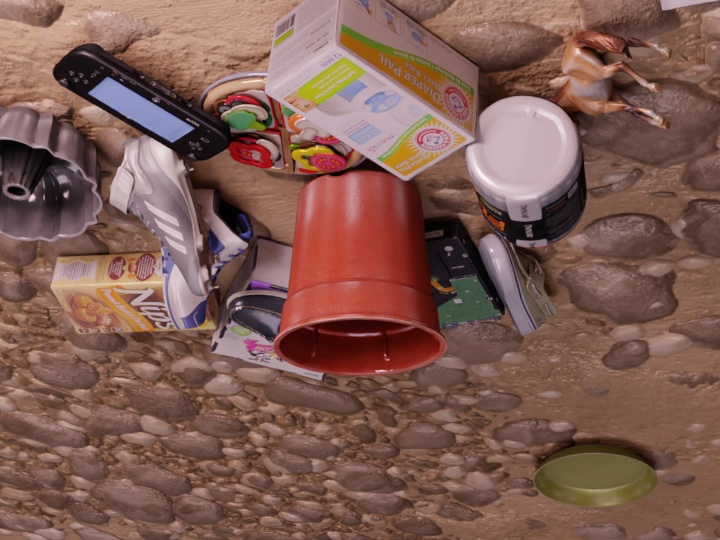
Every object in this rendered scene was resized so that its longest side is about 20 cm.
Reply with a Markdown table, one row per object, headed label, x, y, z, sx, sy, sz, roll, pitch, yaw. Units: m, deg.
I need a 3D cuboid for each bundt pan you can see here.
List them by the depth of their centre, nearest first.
| label | x | y | z | sx | sy | sz | roll | pitch | yaw |
| --- | --- | --- | --- | --- | --- | --- | --- | --- | --- |
| bundt pan | -0.395 | -0.121 | 1.597 | 0.202 | 0.076 | 0.202 | 3 | 147 | 2 |

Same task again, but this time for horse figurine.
| label | x | y | z | sx | sy | sz | roll | pitch | yaw |
| --- | --- | --- | --- | --- | --- | --- | --- | --- | --- |
| horse figurine | 0.253 | -0.197 | 1.413 | 0.132 | 0.050 | 0.200 | 20 | 160 | 21 |

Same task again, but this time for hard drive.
| label | x | y | z | sx | sy | sz | roll | pitch | yaw |
| --- | --- | --- | --- | --- | --- | --- | --- | --- | --- |
| hard drive | 0.093 | 0.010 | 1.766 | 0.140 | 0.038 | 0.200 | -10 | 143 | 21 |

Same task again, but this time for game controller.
| label | x | y | z | sx | sy | sz | roll | pitch | yaw |
| --- | --- | --- | --- | --- | --- | --- | --- | --- | --- |
| game controller | -0.236 | -0.181 | 1.488 | 0.200 | 0.042 | 0.104 | 29 | 165 | -23 |

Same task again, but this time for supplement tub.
| label | x | y | z | sx | sy | sz | roll | pitch | yaw |
| --- | --- | --- | --- | --- | --- | --- | --- | --- | --- |
| supplement tub | 0.185 | -0.100 | 1.493 | 0.122 | 0.123 | 0.200 | -3 | 161 | 11 |

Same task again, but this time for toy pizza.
| label | x | y | z | sx | sy | sz | roll | pitch | yaw |
| --- | --- | --- | --- | --- | --- | --- | --- | --- | --- |
| toy pizza | -0.085 | -0.153 | 1.523 | 0.200 | 0.032 | 0.200 | 10 | 154 | 5 |

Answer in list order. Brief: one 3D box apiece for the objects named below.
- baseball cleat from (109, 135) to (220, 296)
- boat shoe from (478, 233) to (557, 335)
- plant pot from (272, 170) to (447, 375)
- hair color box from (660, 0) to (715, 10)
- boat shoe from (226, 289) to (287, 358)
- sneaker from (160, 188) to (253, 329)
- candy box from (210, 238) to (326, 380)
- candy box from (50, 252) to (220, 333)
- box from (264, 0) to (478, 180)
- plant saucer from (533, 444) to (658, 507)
| label | x | y | z | sx | sy | sz | roll | pitch | yaw |
| --- | --- | --- | --- | --- | --- | --- | --- | --- | --- |
| baseball cleat | -0.233 | -0.061 | 1.603 | 0.106 | 0.200 | 0.070 | -11 | -171 | 7 |
| boat shoe | 0.202 | 0.009 | 1.740 | 0.062 | 0.072 | 0.200 | -30 | 143 | 0 |
| plant pot | 0.000 | 0.000 | 1.602 | 0.200 | 0.196 | 0.201 | 0 | 158 | 0 |
| hair color box | 0.303 | -0.329 | 1.215 | 0.100 | 0.061 | 0.200 | -7 | 144 | 17 |
| boat shoe | -0.080 | 0.083 | 1.747 | 0.200 | 0.062 | 0.075 | 23 | 143 | -24 |
| sneaker | -0.187 | -0.019 | 1.687 | 0.115 | 0.081 | 0.200 | -3 | 121 | -1 |
| candy box | -0.092 | 0.056 | 1.826 | 0.168 | 0.072 | 0.200 | 15 | 144 | -15 |
| candy box | -0.299 | 0.031 | 1.829 | 0.200 | 0.055 | 0.115 | -2 | 145 | 10 |
| box | 0.017 | -0.196 | 1.411 | 0.200 | 0.101 | 0.112 | 30 | 140 | -32 |
| plant saucer | 0.380 | 0.329 | 2.212 | 0.200 | 0.031 | 0.200 | 3 | 145 | 2 |
